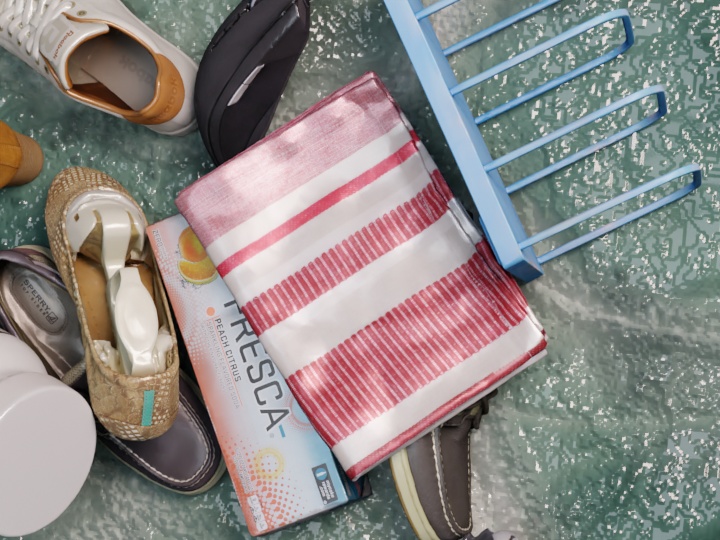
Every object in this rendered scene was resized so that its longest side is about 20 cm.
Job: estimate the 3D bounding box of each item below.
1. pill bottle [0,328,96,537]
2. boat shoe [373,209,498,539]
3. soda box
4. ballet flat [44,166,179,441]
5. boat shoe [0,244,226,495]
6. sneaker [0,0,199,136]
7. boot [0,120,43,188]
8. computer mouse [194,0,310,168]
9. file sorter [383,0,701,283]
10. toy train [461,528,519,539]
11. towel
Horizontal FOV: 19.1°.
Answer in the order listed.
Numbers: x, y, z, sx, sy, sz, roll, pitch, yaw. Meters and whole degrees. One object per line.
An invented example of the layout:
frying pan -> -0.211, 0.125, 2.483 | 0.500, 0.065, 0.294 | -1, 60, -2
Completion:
pill bottle -> -0.259, 0.078, 1.294 | 0.199, 0.116, 0.117 | 24, 95, 37
boat shoe -> 0.050, 0.060, 1.265 | 0.065, 0.072, 0.203 | -10, 82, 20
soda box -> -0.061, 0.055, 1.299 | 0.068, 0.064, 0.202 | -21, 84, 13
ballet flat -> -0.144, 0.005, 1.288 | 0.070, 0.065, 0.201 | -8, 58, -21
boat shoe -> -0.164, 0.062, 1.325 | 0.072, 0.065, 0.200 | -44, 79, 10
sneaker -> -0.184, -0.155, 1.327 | 0.199, 0.085, 0.073 | 31, 98, 15
boot -> -0.307, -0.071, 1.326 | 0.199, 0.144, 0.072 | -4, 87, 15
computer mouse -> -0.062, -0.164, 1.288 | 0.046, 0.141, 0.201 | 15, 129, -20
file sorter -> 0.100, -0.113, 1.222 | 0.122, 0.139, 0.201 | -25, 83, 7
toy train -> 0.047, 0.243, 1.250 | 0.200, 0.085, 0.114 | -43, 85, 10
towel -> 0.000, 0.000, 1.241 | 0.143, 0.023, 0.201 | -33, 76, 0
